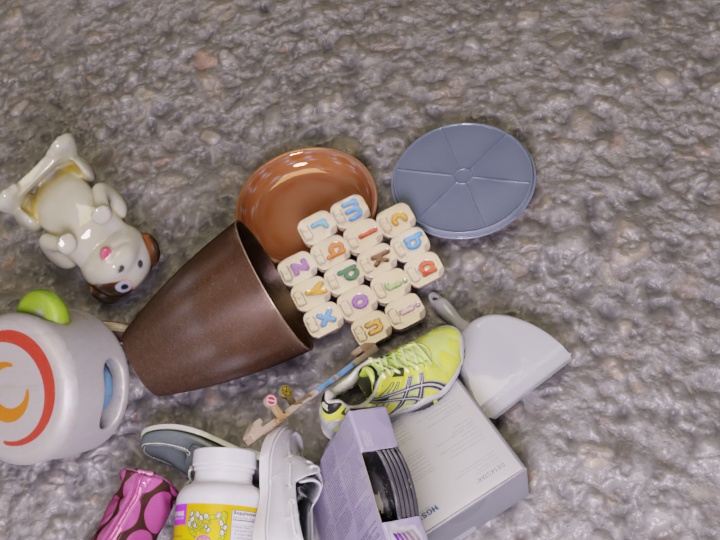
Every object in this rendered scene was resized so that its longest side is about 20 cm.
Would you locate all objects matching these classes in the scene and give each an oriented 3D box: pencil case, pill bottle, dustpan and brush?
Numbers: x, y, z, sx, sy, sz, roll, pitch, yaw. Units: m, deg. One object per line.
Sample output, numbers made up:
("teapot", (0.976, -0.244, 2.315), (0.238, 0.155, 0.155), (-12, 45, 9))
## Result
("pencil case", (-0.286, 0.321, 1.401), (0.090, 0.094, 0.201), (14, 59, 21))
("pill bottle", (-0.158, 0.303, 1.357), (0.103, 0.104, 0.202), (-1, 72, 9))
("dustpan and brush", (0.149, 0.087, 1.516), (0.139, 0.057, 0.200), (-34, 64, -15))

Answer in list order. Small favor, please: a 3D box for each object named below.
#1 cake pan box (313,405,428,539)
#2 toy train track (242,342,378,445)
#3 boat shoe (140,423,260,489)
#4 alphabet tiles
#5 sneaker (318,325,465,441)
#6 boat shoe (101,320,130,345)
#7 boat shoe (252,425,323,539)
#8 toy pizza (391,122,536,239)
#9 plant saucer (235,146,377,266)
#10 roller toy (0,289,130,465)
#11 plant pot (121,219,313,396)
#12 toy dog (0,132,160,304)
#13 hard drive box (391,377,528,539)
("cake pan box", (0.005, 0.270, 1.315), (0.052, 0.201, 0.185), (-6, 56, -23))
("toy train track", (-0.060, 0.131, 1.387), (0.199, 0.115, 0.033), (-33, 85, -34))
("boat shoe", (-0.181, 0.238, 1.453), (0.198, 0.073, 0.062), (15, 56, 13))
("alphabet tiles", (0.000, 0.000, 1.581), (0.194, 0.015, 0.201), (-27, 68, -6))
("sneaker", (0.040, 0.126, 1.394), (0.199, 0.077, 0.075), (-36, 56, -15))
("boat shoe", (-0.373, 0.103, 1.589), (0.198, 0.072, 0.073), (-2, 86, -1))
("boat shoe", (-0.075, 0.246, 1.351), (0.068, 0.072, 0.201), (-19, 28, 16))
("toy pizza", (0.141, -0.120, 1.662), (0.198, 0.032, 0.202), (-5, 55, 7))
("plant saucer", (-0.072, -0.082, 1.670), (0.198, 0.038, 0.202), (-5, 55, 6))
("roller toy", (-0.383, 0.140, 1.484), (0.200, 0.139, 0.183), (-41, 75, 21))
("plant pot", (-0.191, 0.068, 1.518), (0.199, 0.187, 0.188), (-30, 56, 4))
("toy dog", (-0.369, -0.048, 1.633), (0.139, 0.194, 0.200), (-43, 82, -16))
("hard drive box", (0.077, 0.212, 1.422), (0.155, 0.077, 0.200), (-30, 56, -10))
